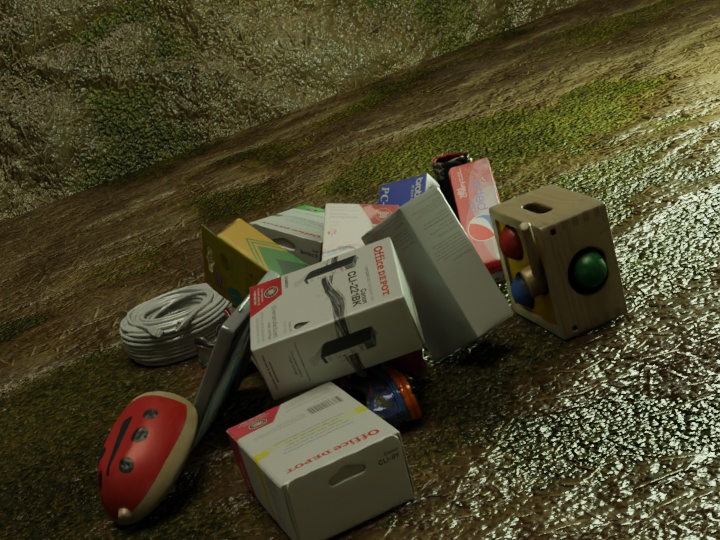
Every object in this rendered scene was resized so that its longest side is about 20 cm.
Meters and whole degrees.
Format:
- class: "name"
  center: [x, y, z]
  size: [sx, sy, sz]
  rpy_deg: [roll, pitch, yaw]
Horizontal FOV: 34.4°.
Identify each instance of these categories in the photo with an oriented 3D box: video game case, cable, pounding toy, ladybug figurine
- class: "video game case"
  center: [-0.174, 0.119, 1.550]
  size: [0.022, 0.202, 0.182]
  rpy_deg: [25, 27, 5]
- class: "cable"
  center: [-0.300, 0.085, 1.927]
  size: [0.198, 0.070, 0.199]
  rpy_deg: [1, 24, 45]
- class: "pounding toy"
  center: [0.249, -0.016, 1.535]
  size: [0.140, 0.187, 0.200]
  rpy_deg: [-21, 18, -14]
- class: "ladybug figurine"
  center: [-0.267, 0.221, 1.424]
  size: [0.135, 0.072, 0.201]
  rpy_deg: [-31, 27, 24]

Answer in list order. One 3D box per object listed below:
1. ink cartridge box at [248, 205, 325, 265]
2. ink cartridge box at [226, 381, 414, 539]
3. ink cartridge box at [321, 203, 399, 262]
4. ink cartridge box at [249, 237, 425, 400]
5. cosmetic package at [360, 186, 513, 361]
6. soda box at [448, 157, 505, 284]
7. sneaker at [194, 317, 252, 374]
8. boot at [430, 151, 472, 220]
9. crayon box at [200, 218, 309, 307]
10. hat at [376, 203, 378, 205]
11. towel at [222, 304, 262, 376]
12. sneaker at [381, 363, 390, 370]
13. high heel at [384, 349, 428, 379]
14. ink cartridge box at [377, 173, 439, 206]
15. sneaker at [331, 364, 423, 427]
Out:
- class: "ink cartridge box"
  center: [-0.085, -0.043, 1.950]
  size: [0.144, 0.086, 0.199]
  rpy_deg: [15, 18, 23]
- class: "ink cartridge box"
  center: [-0.048, 0.213, 1.297]
  size: [0.143, 0.085, 0.200]
  rpy_deg: [-22, 18, -18]
- class: "ink cartridge box"
  center: [0.000, 0.000, 1.717]
  size: [0.114, 0.068, 0.203]
  rpy_deg: [1, 55, 2]
- class: "ink cartridge box"
  center: [-0.032, 0.057, 1.436]
  size: [0.197, 0.085, 0.145]
  rpy_deg: [-19, 31, 5]
- class: "cosmetic package"
  center: [0.101, 0.006, 1.545]
  size: [0.081, 0.202, 0.113]
  rpy_deg: [-32, 0, -36]
- class: "soda box"
  center: [0.189, -0.074, 1.797]
  size: [0.069, 0.064, 0.203]
  rpy_deg: [-15, 54, 7]
- class: "sneaker"
  center: [-0.160, 0.089, 1.743]
  size: [0.198, 0.083, 0.077]
  rpy_deg: [-27, 4, -30]
- class: "boot"
  center: [0.185, -0.109, 1.915]
  size: [0.073, 0.156, 0.203]
  rpy_deg: [-22, 18, -19]
- class: "crayon box"
  center: [-0.142, 0.013, 1.666]
  size: [0.199, 0.128, 0.051]
  rpy_deg: [34, 54, 22]
- class: "hat"
  center: [0.082, -0.034, 1.887]
  size: [0.198, 0.081, 0.204]
  rpy_deg: [-22, 51, 30]
- class: "towel"
  center: [-0.085, 0.068, 1.720]
  size: [0.198, 0.023, 0.145]
  rpy_deg: [-24, 59, -21]
- class: "sneaker"
  center: [-0.010, 0.097, 1.605]
  size: [0.197, 0.083, 0.074]
  rpy_deg: [-8, 18, 23]
- class: "high heel"
  center: [0.006, 0.064, 1.508]
  size: [0.067, 0.096, 0.200]
  rpy_deg: [-42, 62, -1]
- class: "ink cartridge box"
  center: [0.067, -0.046, 1.815]
  size: [0.093, 0.044, 0.203]
  rpy_deg: [-12, 57, 34]
- class: "sneaker"
  center: [-0.001, 0.150, 1.464]
  size: [0.078, 0.076, 0.199]
  rpy_deg: [-27, 19, -20]
